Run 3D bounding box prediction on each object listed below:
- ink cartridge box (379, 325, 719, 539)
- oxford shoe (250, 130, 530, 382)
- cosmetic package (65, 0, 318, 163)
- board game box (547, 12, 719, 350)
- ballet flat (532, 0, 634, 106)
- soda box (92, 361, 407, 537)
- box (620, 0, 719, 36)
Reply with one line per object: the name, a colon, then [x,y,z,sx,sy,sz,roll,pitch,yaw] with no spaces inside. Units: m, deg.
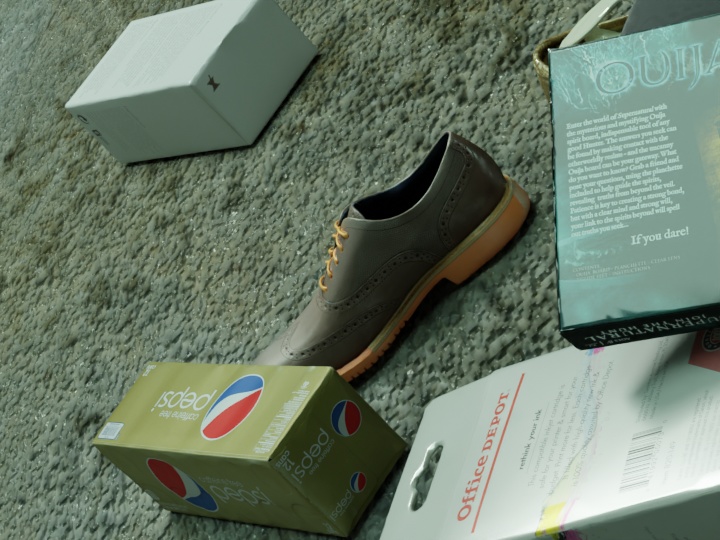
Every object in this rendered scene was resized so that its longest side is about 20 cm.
ink cartridge box: [0.107,0.091,0.940,0.200,0.068,0.117,-20,34,39]
oxford shoe: [0.000,0.000,1.234,0.200,0.073,0.071,-43,24,4]
cosmetic package: [-0.133,-0.148,1.666,0.200,0.071,0.101,-3,47,55]
board game box: [0.176,-0.048,0.893,0.200,0.028,0.136,-10,66,24]
ballet flat: [0.176,-0.136,1.186,0.200,0.065,0.071,-26,31,34]
soda box: [-0.065,0.096,1.191,0.200,0.068,0.064,-1,48,56]
box: [0.205,-0.113,1.023,0.122,0.106,0.200,-1,46,27]
